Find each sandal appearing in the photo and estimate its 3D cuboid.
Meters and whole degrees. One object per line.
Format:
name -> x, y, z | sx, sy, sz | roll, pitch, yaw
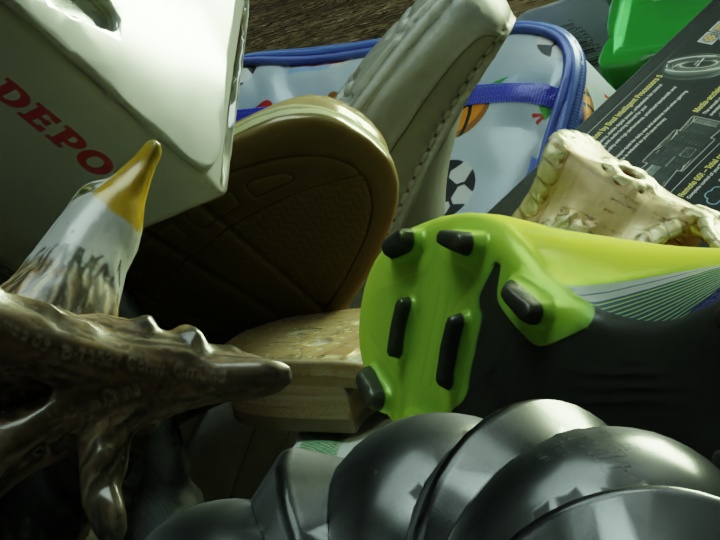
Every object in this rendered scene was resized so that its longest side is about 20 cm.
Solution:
sandal -> 0.047, -0.001, 0.741 | 0.211, 0.070, 0.078 | -4, 14, 35

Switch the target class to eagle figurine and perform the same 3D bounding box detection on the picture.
eagle figurine -> -0.090, 0.033, 0.702 | 0.150, 0.152, 0.200 | -28, 2, -23

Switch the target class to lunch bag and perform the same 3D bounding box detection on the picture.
lunch bag -> 0.000, -0.012, 1.017 | 0.199, 0.161, 0.076 | -2, -27, 38

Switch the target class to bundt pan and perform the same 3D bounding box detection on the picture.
bundt pan -> 0.001, 0.096, 0.545 | 0.201, 0.076, 0.202 | -23, 24, 11

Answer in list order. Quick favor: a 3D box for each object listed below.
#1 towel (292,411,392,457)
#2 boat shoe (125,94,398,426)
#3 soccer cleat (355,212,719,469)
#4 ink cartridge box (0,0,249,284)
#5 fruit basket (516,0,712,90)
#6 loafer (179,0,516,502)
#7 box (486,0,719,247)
towel -> 0.072, 0.053, 0.711 | 0.199, 0.031, 0.149 | -10, 12, 10
boat shoe -> -0.062, 0.009, 0.858 | 0.200, 0.074, 0.067 | -41, 23, 29
soccer cleat -> 0.077, 0.023, 0.652 | 0.083, 0.065, 0.200 | 3, 1, -39
ink cartridge box -> -0.149, -0.058, 0.802 | 0.199, 0.145, 0.084 | -22, 45, 33
fruit basket -> 0.186, -0.065, 1.078 | 0.184, 0.094, 0.200 | -6, -25, 38
loafer -> 0.000, 0.000, 0.909 | 0.070, 0.201, 0.070 | 30, 18, 0
box -> 0.131, -0.008, 0.887 | 0.160, 0.044, 0.200 | 16, 43, 34
